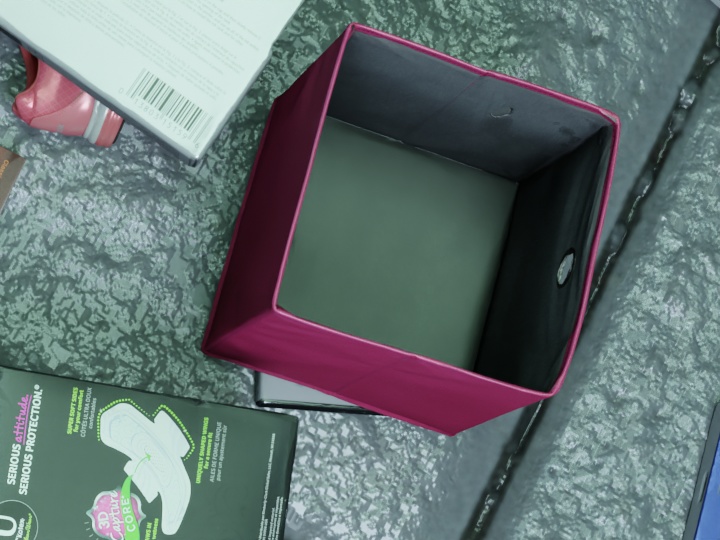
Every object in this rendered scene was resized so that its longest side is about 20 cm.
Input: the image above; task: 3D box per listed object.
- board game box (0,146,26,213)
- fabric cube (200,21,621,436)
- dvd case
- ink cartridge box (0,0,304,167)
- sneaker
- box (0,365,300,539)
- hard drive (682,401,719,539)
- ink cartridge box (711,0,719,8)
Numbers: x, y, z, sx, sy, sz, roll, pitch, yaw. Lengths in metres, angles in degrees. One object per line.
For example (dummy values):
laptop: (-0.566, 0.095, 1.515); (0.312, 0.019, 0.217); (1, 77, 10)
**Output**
board game box: (-0.308, -0.007, 1.708); (0.102, 0.019, 0.201); (26, 73, -12)
fabric cube: (0.031, -0.019, 1.698); (0.199, 0.199, 0.198); (18, 74, -12)
dvd case: (0.000, 0.000, 1.800); (0.142, 0.018, 0.202); (5, 78, -15)
ink cartridge box: (-0.141, -0.196, 1.707); (0.199, 0.044, 0.174); (35, 83, -2)
sneaker: (-0.196, -0.187, 1.749); (0.086, 0.074, 0.202); (5, 78, -14)
box: (-0.158, 0.144, 1.654); (0.199, 0.148, 0.125); (11, 78, -15)
hard drive: (0.334, 0.188, 1.859); (0.199, 0.025, 0.133); (20, 74, -12)
ink cartridge box: (0.350, -0.230, 1.916); (0.200, 0.086, 0.148); (38, 71, -5)
